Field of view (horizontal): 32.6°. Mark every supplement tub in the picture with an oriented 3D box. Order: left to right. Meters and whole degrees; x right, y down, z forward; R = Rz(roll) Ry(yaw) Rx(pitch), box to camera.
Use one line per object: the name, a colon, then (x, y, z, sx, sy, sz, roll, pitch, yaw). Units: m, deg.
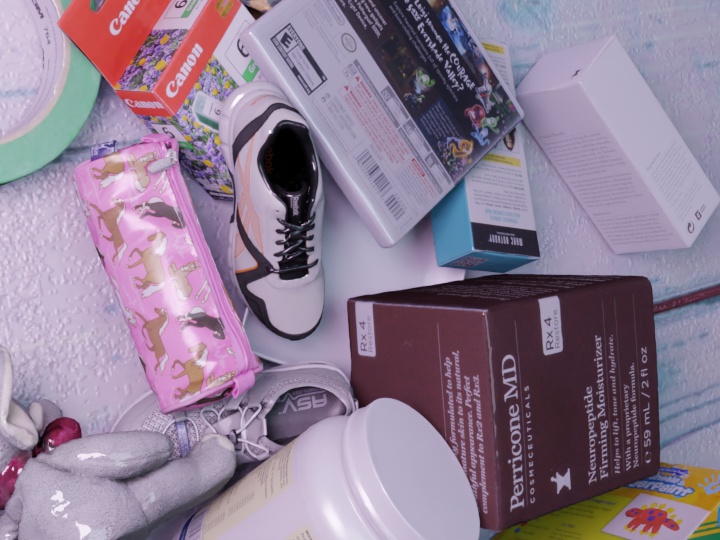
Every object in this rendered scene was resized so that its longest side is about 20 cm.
supplement tub: (-0.027, 0.196, 0.887, 0.145, 0.199, 0.146, 40, 27, -25)

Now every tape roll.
tape roll: (-0.279, -0.157, 0.853, 0.198, 0.048, 0.204, 2, 86, -33)

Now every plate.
plate: (0.000, 0.000, 1.039, 0.198, 0.032, 0.202, 23, 76, -31)

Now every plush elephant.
plush elephant: (-0.216, 0.141, 0.832, 0.155, 0.165, 0.199, 47, 20, 17)

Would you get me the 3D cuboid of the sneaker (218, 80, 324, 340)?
sneaker: (-0.061, -0.034, 0.914, 0.073, 0.080, 0.203, -19, 116, -20)

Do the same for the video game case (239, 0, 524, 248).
video game case: (0.023, -0.152, 0.977, 0.182, 0.023, 0.201, -43, 108, -27)

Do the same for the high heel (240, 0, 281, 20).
high heel: (-0.032, -0.164, 1.001, 0.141, 0.071, 0.202, -21, 87, -34)

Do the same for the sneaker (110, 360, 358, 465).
sneaker: (-0.094, 0.111, 0.928, 0.197, 0.082, 0.076, -17, 98, -16)

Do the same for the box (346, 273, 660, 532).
box: (0.116, 0.095, 0.996, 0.198, 0.163, 0.169, -9, 97, -40)

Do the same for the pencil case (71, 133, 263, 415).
pencil case: (-0.139, 0.004, 0.889, 0.082, 0.086, 0.202, -20, 85, -16)

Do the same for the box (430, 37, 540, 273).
box: (0.098, -0.103, 1.070, 0.081, 0.049, 0.203, 6, 71, -37)

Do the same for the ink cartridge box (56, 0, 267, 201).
ink cartridge box: (-0.123, -0.153, 0.920, 0.200, 0.050, 0.110, 49, 60, -43)

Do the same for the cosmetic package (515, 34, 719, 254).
cosmetic package: (0.240, -0.114, 1.164, 0.201, 0.101, 0.071, 51, 63, -21)

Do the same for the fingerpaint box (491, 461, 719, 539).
fingerpaint box: (0.226, 0.243, 1.076, 0.166, 0.199, 0.074, -37, 108, -29)
